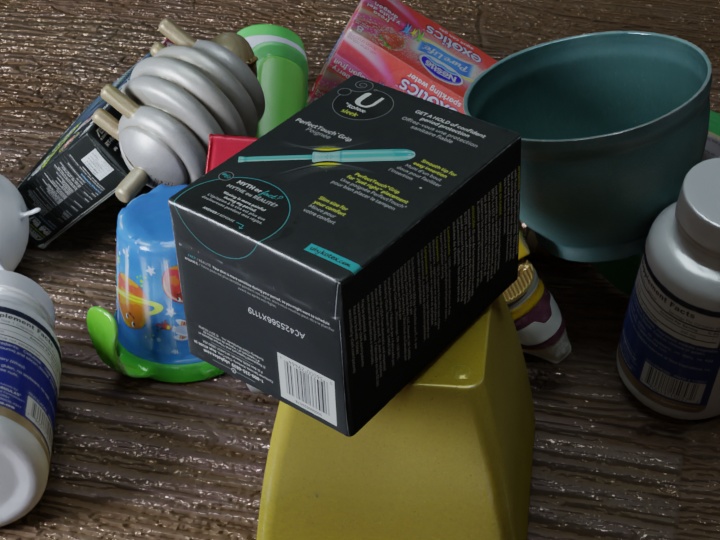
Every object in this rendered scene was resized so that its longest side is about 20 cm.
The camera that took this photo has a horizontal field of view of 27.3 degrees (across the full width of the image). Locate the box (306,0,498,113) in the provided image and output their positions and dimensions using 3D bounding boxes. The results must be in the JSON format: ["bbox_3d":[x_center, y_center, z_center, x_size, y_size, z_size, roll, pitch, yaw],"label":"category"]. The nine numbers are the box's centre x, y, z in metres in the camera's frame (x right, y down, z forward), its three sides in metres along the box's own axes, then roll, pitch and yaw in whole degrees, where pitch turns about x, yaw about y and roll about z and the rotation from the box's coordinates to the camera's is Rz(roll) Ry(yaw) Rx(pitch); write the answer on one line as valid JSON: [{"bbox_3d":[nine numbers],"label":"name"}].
[{"bbox_3d":[0.061,-0.169,1.441,0.198,0.103,0.095,31,39,-7],"label":"box"}]

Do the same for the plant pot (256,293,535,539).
[{"bbox_3d":[0.029,0.104,1.091,0.197,0.178,0.201,3,38,8],"label":"plant pot"}]

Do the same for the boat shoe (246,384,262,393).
[{"bbox_3d":[-0.069,0.003,1.256,0.056,0.069,0.203,-4,70,16],"label":"boat shoe"}]

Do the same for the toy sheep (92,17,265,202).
[{"bbox_3d":[-0.159,-0.137,1.324,0.137,0.139,0.201,22,63,29],"label":"toy sheep"}]

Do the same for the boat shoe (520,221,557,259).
[{"bbox_3d":[0.220,-0.068,1.396,0.199,0.076,0.074,-35,54,-25],"label":"boat shoe"}]

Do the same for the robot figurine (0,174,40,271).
[{"bbox_3d":[-0.388,-0.045,1.366,0.198,0.113,0.172,13,83,23],"label":"robot figurine"}]

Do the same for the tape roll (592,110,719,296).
[{"bbox_3d":[0.288,-0.057,1.329,0.197,0.048,0.203,4,58,-6],"label":"tape roll"}]

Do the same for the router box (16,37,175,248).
[{"bbox_3d":[-0.245,-0.128,1.443,0.149,0.062,0.201,-32,19,37],"label":"router box"}]

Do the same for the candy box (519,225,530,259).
[{"bbox_3d":[0.047,0.007,1.253,0.198,0.027,0.102,-30,20,11],"label":"candy box"}]

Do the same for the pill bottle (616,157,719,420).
[{"bbox_3d":[0.270,0.014,1.159,0.109,0.202,0.112,2,46,-3],"label":"pill bottle"}]

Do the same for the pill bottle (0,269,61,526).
[{"bbox_3d":[-0.297,0.096,1.176,0.114,0.117,0.201,-5,36,-2],"label":"pill bottle"}]

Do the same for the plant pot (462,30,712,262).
[{"bbox_3d":[0.192,-0.092,1.208,0.197,0.136,0.201,-11,29,6],"label":"plant pot"}]

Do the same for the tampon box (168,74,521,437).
[{"bbox_3d":[-0.005,-0.018,1.001,0.149,0.128,0.200,24,44,31],"label":"tampon box"}]

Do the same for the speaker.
[{"bbox_3d":[-0.093,-0.131,1.421,0.087,0.089,0.203,0,66,4],"label":"speaker"}]

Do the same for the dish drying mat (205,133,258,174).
[{"bbox_3d":[-0.031,-0.063,1.222,0.197,0.078,0.018,7,7,-9],"label":"dish drying mat"}]

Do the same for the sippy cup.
[{"bbox_3d":[-0.154,0.003,1.274,0.137,0.132,0.179,0,37,3],"label":"sippy cup"}]

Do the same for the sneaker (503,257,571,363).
[{"bbox_3d":[0.105,0.033,1.275,0.075,0.091,0.200,-39,22,-12],"label":"sneaker"}]
